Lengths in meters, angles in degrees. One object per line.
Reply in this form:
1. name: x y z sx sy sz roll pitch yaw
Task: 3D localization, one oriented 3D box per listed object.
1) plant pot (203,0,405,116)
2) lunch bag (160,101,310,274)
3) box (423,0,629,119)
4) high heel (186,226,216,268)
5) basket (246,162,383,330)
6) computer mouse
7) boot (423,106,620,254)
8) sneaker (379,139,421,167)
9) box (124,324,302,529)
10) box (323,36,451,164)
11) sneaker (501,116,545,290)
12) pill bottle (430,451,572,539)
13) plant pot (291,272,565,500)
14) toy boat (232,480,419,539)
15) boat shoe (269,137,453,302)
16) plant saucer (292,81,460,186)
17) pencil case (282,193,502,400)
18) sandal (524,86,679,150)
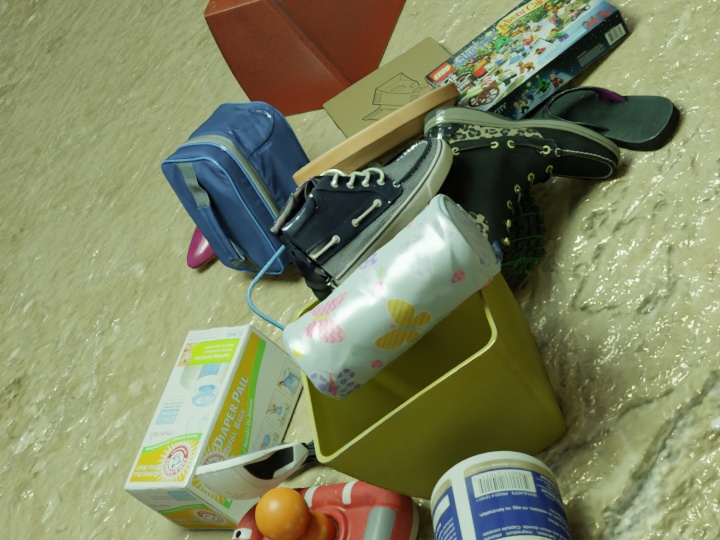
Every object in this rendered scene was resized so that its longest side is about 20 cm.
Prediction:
1. plant pot: -0.086 -0.341 2.014 0.199 0.176 0.201 -6 54 45
2. lunch bag: -0.135 -0.085 1.822 0.135 0.201 0.132 2 41 51
3. box: 0.183 -0.240 1.713 0.200 0.038 0.137 -38 36 -2
4. high heel: -0.190 -0.105 1.978 0.067 0.096 0.201 5 61 49
5. basket: 0.000 0.000 1.597 0.201 0.176 0.139 -57 3 -7
6. computer mouse: -0.091 0.200 1.539 0.109 0.200 0.044 -15 85 32
7. boot: 0.156 -0.075 1.528 0.074 0.202 0.155 108 170 -62
8. sneaker: 0.032 -0.053 1.712 0.200 0.074 0.087 -51 41 -2
9. box: -0.156 0.173 1.678 0.112 0.101 0.201 -8 52 44
10. box: 0.055 -0.197 1.822 0.163 0.021 0.200 -33 33 -1
11. sneaker: 0.145 -0.059 1.607 0.085 0.077 0.201 116 161 -56
12. pill bottle: 0.126 0.260 1.276 0.115 0.116 0.201 -33 38 22
13. plant pot: 0.077 0.098 1.428 0.200 0.176 0.201 -36 38 18
14. toy boat: -0.051 0.251 1.465 0.199 0.131 0.131 -14 47 39
15. boat shoe: 0.001 -0.073 1.448 0.200 0.093 0.075 -52 22 -20
16. plant saucer: 0.020 -0.137 1.634 0.199 0.032 0.200 -30 2 1
17. pencil case: 0.025 0.023 1.328 0.200 0.083 0.091 -41 37 12
18. sandal: 0.242 -0.166 1.602 0.200 0.048 0.076 5 61 49
